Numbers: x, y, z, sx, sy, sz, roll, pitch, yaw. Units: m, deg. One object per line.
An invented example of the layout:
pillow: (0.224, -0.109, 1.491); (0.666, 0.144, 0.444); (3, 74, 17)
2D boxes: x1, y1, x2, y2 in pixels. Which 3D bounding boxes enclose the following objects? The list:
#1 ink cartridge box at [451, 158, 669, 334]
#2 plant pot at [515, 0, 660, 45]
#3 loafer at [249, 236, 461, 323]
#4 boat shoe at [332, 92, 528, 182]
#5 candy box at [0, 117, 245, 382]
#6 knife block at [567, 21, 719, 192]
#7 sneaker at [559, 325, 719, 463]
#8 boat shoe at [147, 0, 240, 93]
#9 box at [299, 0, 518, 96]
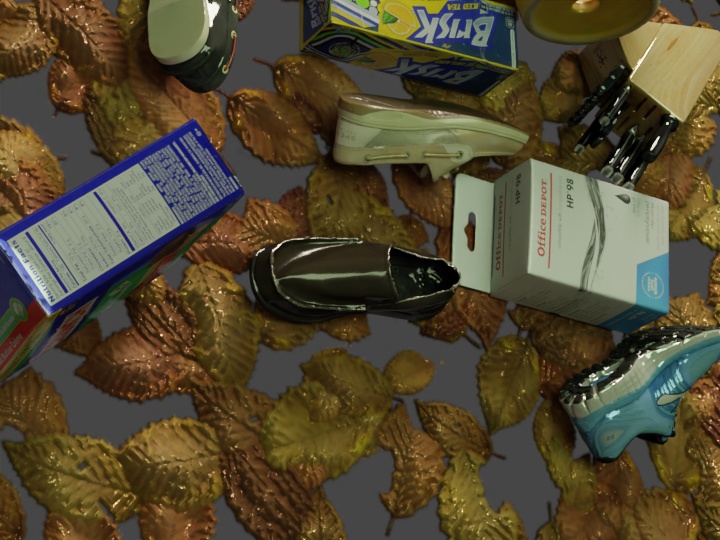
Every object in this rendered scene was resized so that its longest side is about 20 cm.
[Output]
ink cartridge box: (0.184, -0.025, 1.722); (0.199, 0.067, 0.116); (15, 65, -26)
plant pot: (0.203, -0.324, 1.762); (0.200, 0.201, 0.190); (8, 65, -28)
loafer: (0.000, 0.000, 1.597); (0.199, 0.071, 0.073); (0, 71, -31)
boat shoe: (0.062, -0.115, 1.690); (0.199, 0.072, 0.065); (3, 106, -35)
candy box: (-0.206, -0.010, 1.416); (0.200, 0.169, 0.077); (-34, 87, -35)
knife block: (0.287, -0.153, 1.814); (0.199, 0.064, 0.176); (2, 58, -31)
sneaker: (0.265, 0.112, 1.729); (0.199, 0.078, 0.090); (-27, 106, -32)
boat shoe: (-0.141, -0.243, 1.615); (0.063, 0.073, 0.202); (50, 33, -50)
box: (0.045, -0.219, 1.714); (0.199, 0.064, 0.070); (11, 66, -27)
